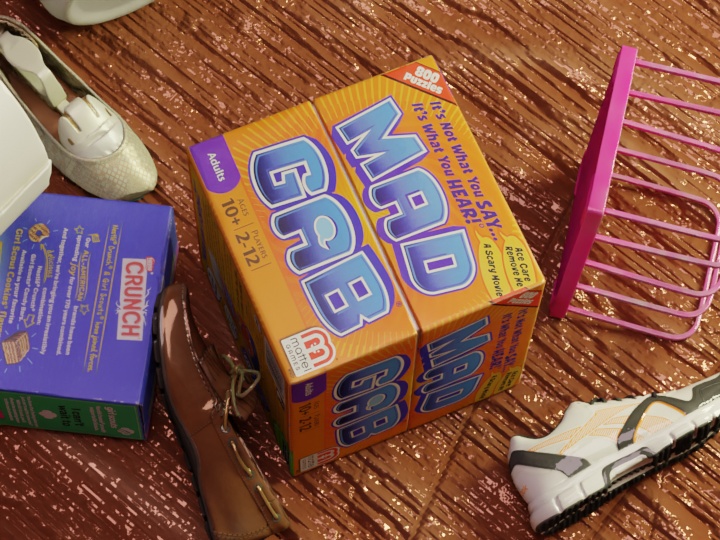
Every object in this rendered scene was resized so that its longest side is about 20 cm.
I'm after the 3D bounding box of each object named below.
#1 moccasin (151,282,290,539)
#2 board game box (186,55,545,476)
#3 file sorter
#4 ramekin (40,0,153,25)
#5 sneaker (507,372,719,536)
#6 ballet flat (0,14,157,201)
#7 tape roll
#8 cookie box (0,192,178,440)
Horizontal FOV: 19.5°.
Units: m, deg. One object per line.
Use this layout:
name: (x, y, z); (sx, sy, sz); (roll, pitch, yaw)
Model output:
moccasin: (-0.104, 0.105, 1.566); (0.077, 0.074, 0.203); (-19, 87, 0)
board game box: (0.000, 0.000, 1.575); (0.198, 0.200, 0.201); (-22, 68, -10)
file sorter: (0.229, -0.050, 1.602); (0.124, 0.200, 0.140); (14, 67, 3)
ramekin: (-0.195, -0.282, 1.704); (0.201, 0.202, 0.095); (-29, 82, -12)
sneaker: (0.201, 0.120, 1.596); (0.199, 0.074, 0.080); (-27, 67, -12)
ballet flat: (-0.245, -0.132, 1.705); (0.200, 0.062, 0.067); (42, 73, 15)
tape roll: (-0.323, -0.108, 1.542); (0.202, 0.203, 0.071); (35, 65, 14)
cookie box: (-0.251, 0.031, 1.627); (0.198, 0.075, 0.173); (6, 65, 3)
